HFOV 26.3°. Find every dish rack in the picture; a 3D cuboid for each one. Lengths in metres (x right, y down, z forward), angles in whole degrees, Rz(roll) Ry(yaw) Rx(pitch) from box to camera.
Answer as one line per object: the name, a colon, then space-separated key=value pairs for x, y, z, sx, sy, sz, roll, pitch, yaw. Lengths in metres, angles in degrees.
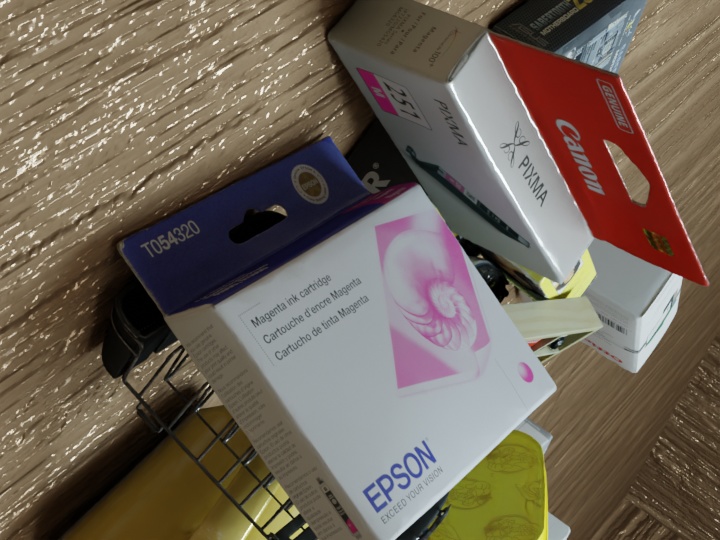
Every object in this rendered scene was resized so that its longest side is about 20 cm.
dish rack: x=-0.034 y=0.073 z=0.836 sx=0.153 sy=0.200 sz=0.055 roll=-33 pitch=167 yaw=-49

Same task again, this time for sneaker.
sneaker: x=0.069 y=0.021 z=1.165 sx=0.072 sy=0.072 sz=0.200 roll=-45 pitch=170 yaw=-5

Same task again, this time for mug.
mug: x=-0.079 y=0.164 z=0.934 sx=0.150 sy=0.186 sz=0.153 roll=56 pitch=51 yaw=-25

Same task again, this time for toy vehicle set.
toy vehicle set: x=0.078 y=0.063 z=1.083 sx=0.124 sy=0.027 sz=0.200 roll=-34 pitch=165 yaw=27

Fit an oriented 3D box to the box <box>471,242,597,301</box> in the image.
box: x=0.125 y=-0.014 z=1.123 sx=0.050 sy=0.075 sz=0.200 roll=-53 pitch=164 yaw=1

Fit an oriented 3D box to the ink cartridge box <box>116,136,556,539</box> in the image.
ink cartridge box: x=-0.003 y=0.027 z=0.821 sx=0.043 sy=0.201 sz=0.196 roll=-35 pitch=179 yaw=40

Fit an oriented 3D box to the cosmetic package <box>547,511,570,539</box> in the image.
cosmetic package: x=0.069 y=0.221 z=1.354 sx=0.113 sy=0.199 sz=0.081 roll=-38 pitch=157 yaw=-49

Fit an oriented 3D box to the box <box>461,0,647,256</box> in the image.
box: x=0.133 y=-0.123 z=1.149 sx=0.157 sy=0.051 sz=0.201 roll=-38 pitch=156 yaw=-38

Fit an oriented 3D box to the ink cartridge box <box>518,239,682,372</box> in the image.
ink cartridge box: x=0.225 y=0.005 z=1.466 sx=0.085 sy=0.146 sz=0.200 roll=-53 pitch=163 yaw=-9

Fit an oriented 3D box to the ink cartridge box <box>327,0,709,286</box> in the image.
ink cartridge box: x=0.091 y=-0.059 z=0.857 sx=0.044 sy=0.173 sz=0.200 roll=-51 pitch=140 yaw=-12

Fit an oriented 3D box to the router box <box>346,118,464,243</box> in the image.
router box: x=0.000 y=0.000 z=1.020 sx=0.201 sy=0.052 sz=0.157 roll=-55 pitch=162 yaw=-4

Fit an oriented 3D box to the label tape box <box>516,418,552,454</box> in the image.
label tape box: x=0.052 y=0.161 z=1.291 sx=0.200 sy=0.144 sz=0.064 roll=-33 pitch=152 yaw=-51

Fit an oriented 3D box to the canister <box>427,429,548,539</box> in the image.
canister: x=0.099 y=0.243 z=1.161 sx=0.149 sy=0.086 sz=0.201 roll=-80 pitch=167 yaw=-59
